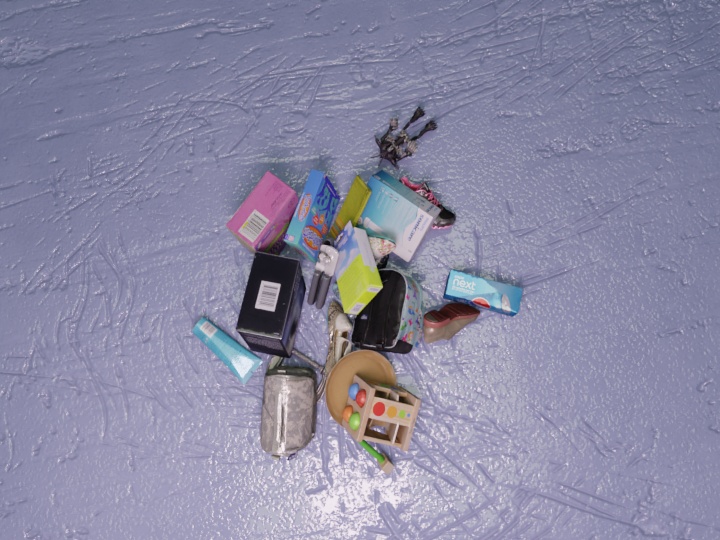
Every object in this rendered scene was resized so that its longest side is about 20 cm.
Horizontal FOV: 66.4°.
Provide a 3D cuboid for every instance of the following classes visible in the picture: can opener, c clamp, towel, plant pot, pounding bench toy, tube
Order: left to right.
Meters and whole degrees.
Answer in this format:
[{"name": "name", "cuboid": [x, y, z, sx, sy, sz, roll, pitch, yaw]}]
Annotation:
[{"name": "tube", "cuboid": [-0.357, 0.207, 1.459, 0.199, 0.050, 0.078, 40, 85, 5]}, {"name": "c clamp", "cuboid": [-0.162, 0.250, 1.449, 0.198, 0.027, 0.173, 35, 81, 9]}, {"name": "can opener", "cuboid": [-0.094, 0.012, 1.437, 0.052, 0.067, 0.204, 24, 124, 10]}, {"name": "towel", "cuboid": [-0.035, -0.146, 1.464, 0.087, 0.018, 0.203, 53, 125, 41]}, {"name": "plant pot", "cuboid": [0.000, 0.301, 1.396, 0.194, 0.027, 0.207, -2, 95, -20]}, {"name": "pounding bench toy", "cuboid": [0.031, 0.379, 1.333, 0.152, 0.124, 0.206, 16, 88, -20]}]

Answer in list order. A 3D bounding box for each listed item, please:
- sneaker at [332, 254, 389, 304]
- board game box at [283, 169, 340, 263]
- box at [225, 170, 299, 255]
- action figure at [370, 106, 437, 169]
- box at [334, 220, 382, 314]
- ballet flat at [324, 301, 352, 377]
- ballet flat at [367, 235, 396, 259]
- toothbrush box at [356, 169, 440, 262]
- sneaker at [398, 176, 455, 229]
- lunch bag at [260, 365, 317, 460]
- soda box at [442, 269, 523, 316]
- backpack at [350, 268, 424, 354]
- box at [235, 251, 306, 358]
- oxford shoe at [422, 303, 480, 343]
[{"name": "sneaker", "cuboid": [0.000, 0.000, 1.475, 0.086, 0.078, 0.201, 37, 78, 18]}, {"name": "board game box", "cuboid": [-0.125, -0.141, 1.469, 0.044, 0.152, 0.205, 16, 78, 19]}, {"name": "box", "cuboid": [-0.242, -0.129, 1.447, 0.096, 0.200, 0.178, 35, 80, 9]}, {"name": "action figure", "cuboid": [0.116, -0.373, 1.540, 0.199, 0.102, 0.119, -42, 91, -9]}, {"name": "box", "cuboid": [-0.016, -0.008, 1.389, 0.047, 0.122, 0.204, 10, 49, -34]}, {"name": "ballet flat", "cuboid": [-0.051, 0.180, 1.432, 0.074, 0.067, 0.206, -11, 70, 43]}, {"name": "ballet flat", "cuboid": [0.021, -0.060, 1.448, 0.075, 0.198, 0.065, 28, 83, -35]}, {"name": "toothbrush box", "cuboid": [0.092, -0.146, 1.462, 0.198, 0.085, 0.149, 34, 120, 11]}, {"name": "sneaker", "cuboid": [0.175, -0.187, 1.491, 0.196, 0.097, 0.079, 26, 39, 7]}, {"name": "lunch bag", "cuboid": [-0.182, 0.341, 1.345, 0.135, 0.168, 0.207, 2, 86, 8]}, {"name": "soda box", "cuboid": [0.322, 0.061, 1.454, 0.194, 0.064, 0.070, 15, 78, 6]}, {"name": "backpack", "cuboid": [0.075, 0.103, 1.392, 0.174, 0.149, 0.206, -2, 76, 42]}, {"name": "box", "cuboid": [-0.217, 0.091, 1.387, 0.119, 0.199, 0.206, 10, 69, 3]}, {"name": "oxford shoe", "cuboid": [0.231, 0.136, 1.418, 0.196, 0.070, 0.077, -9, 117, -35]}]
